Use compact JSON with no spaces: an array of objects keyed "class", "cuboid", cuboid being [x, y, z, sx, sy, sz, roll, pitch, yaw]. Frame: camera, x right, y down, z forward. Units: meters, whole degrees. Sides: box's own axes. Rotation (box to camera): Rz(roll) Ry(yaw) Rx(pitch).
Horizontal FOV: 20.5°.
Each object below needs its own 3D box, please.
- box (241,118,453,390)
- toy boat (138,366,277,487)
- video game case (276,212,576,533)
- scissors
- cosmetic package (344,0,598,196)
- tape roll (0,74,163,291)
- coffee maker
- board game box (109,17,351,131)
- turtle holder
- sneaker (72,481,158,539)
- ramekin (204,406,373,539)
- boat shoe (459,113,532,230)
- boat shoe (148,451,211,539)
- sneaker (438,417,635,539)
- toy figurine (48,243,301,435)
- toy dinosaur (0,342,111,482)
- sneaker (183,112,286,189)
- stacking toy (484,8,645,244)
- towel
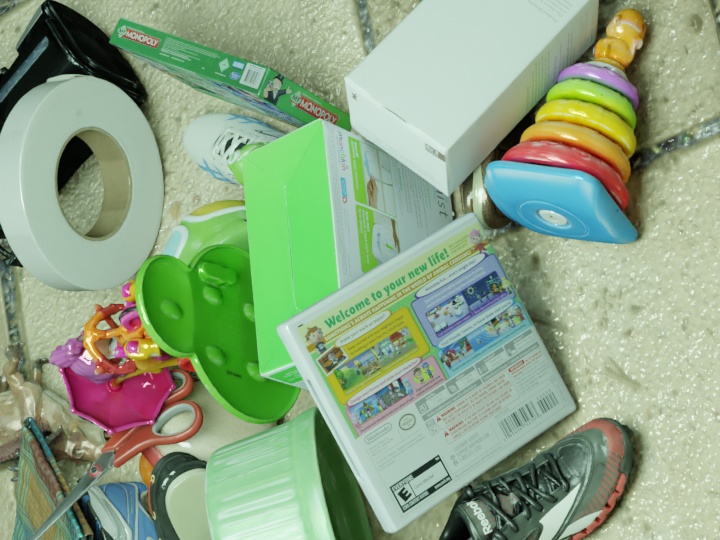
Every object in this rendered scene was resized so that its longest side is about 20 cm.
[{"class":"box","cuboid":[0.000,0.000,1.666,0.097,0.176,0.200,-21,64,33]},{"class":"toy boat","cuboid":[-0.166,0.145,1.792,0.200,0.130,0.131,39,129,38]},{"class":"video game case","cuboid":[0.055,0.077,1.562,0.182,0.200,0.022,62,151,-4]},{"class":"scissors","cuboid":[-0.218,0.159,1.696,0.200,0.014,0.073,-36,52,-1]},{"class":"cosmetic package","cuboid":[0.093,-0.173,1.633,0.113,0.081,0.200,39,74,21]},{"class":"tape roll","cuboid":[-0.261,-0.081,1.865,0.037,0.203,0.203,-3,73,35]},{"class":"coffee maker","cuboid":[-0.311,-0.138,1.981,0.200,0.135,0.192,-45,75,17]},{"class":"board game box","cuboid":[-0.119,-0.175,1.836,0.200,0.135,0.029,22,89,38]},{"class":"turtle holder","cuboid":[-0.117,-0.008,1.755,0.141,0.186,0.132,-22,34,-18]},{"class":"sneaker","cuboid":[-0.189,0.275,1.776,0.076,0.077,0.200,-36,75,48]},{"class":"ramekin","cuboid":[-0.052,0.218,1.605,0.098,0.200,0.200,-16,64,7]},{"class":"boat shoe","cuboid":[0.103,-0.124,1.704,0.075,0.075,0.203,-8,59,33]},{"class":"boat shoe","cuboid":[-0.128,0.246,1.704,0.074,0.202,0.063,-22,25,-17]},{"class":"sneaker","cuboid":[0.130,0.188,1.564,0.200,0.098,0.071,-45,53,14]},{"class":"toy figurine","cuboid":[-0.178,0.070,1.628,0.184,0.200,0.150,-21,63,32]},{"class":"toy dinosaur","cuboid":[-0.336,0.153,1.921,0.200,0.086,0.136,-21,70,35]},{"class":"sneaker","cuboid":[-0.093,-0.103,1.831,0.200,0.072,0.072,28,82,37]},{"class":"stacking toy","cuboid":[0.189,-0.129,1.634,0.110,0.116,0.200,10,70,34]},{"class":"towel","cuboid":[-0.282,0.248,1.809,0.147,0.022,0.200,55,148,35]}]
